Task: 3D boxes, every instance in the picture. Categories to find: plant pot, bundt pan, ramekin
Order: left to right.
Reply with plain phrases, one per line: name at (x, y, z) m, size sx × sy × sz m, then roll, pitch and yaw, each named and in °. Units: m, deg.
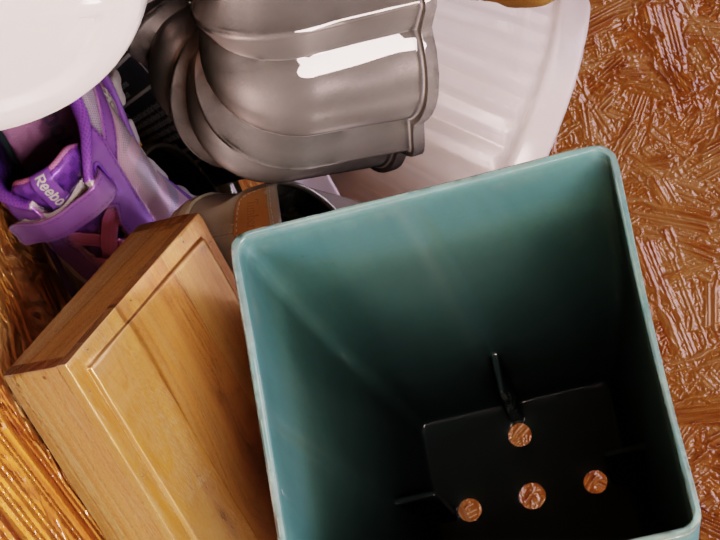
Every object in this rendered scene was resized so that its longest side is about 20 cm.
bundt pan at (-0.049, -0.122, 0.766) m, size 0.202 × 0.076 × 0.202 m, roll 56°, pitch -22°, yaw 37°
ramekin at (0.032, -0.082, 1.057) m, size 0.094 × 0.203 × 0.202 m, roll 23°, pitch 13°, yaw -12°
plant pot at (0.052, 0.068, 0.776) m, size 0.200 × 0.141 × 0.141 m, roll 58°, pitch 20°, yaw -68°

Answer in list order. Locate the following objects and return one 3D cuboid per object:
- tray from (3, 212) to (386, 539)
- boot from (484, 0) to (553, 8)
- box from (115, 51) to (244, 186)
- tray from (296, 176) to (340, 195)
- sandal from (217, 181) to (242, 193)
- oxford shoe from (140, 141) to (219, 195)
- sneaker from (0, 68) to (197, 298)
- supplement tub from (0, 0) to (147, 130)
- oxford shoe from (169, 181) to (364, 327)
tray at (-0.049, 0.088, 0.775) m, size 0.200 × 0.037 × 0.099 m, roll 62°, pitch 40°, yaw -23°
boot at (0.035, -0.161, 0.867) m, size 0.144 × 0.071 × 0.201 m, roll 33°, pitch 11°, yaw -18°
box at (-0.096, -0.152, 0.980) m, size 0.198 × 0.123 × 0.200 m, roll 46°, pitch -10°, yaw -10°
tray at (-0.046, 0.039, 0.850) m, size 0.107 × 0.022 × 0.200 m, roll 61°, pitch 37°, yaw -20°
sandal at (-0.084, 0.021, 1.109) m, size 0.057 × 0.080 × 0.201 m, roll 2°, pitch 56°, yaw -51°
oxford shoe at (-0.065, 0.029, 0.938) m, size 0.200 × 0.073 × 0.084 m, roll 57°, pitch -37°, yaw 8°
sneaker at (-0.114, -0.026, 0.863) m, size 0.200 × 0.080 × 0.088 m, roll 57°, pitch 9°, yaw -7°
supplement tub at (-0.159, -0.156, 0.730) m, size 0.200 × 0.122 × 0.123 m, roll 65°, pitch 4°, yaw 36°
oxford shoe at (0.000, 0.000, 0.861) m, size 0.200 × 0.058 × 0.075 m, roll 11°, pitch 67°, yaw -53°
